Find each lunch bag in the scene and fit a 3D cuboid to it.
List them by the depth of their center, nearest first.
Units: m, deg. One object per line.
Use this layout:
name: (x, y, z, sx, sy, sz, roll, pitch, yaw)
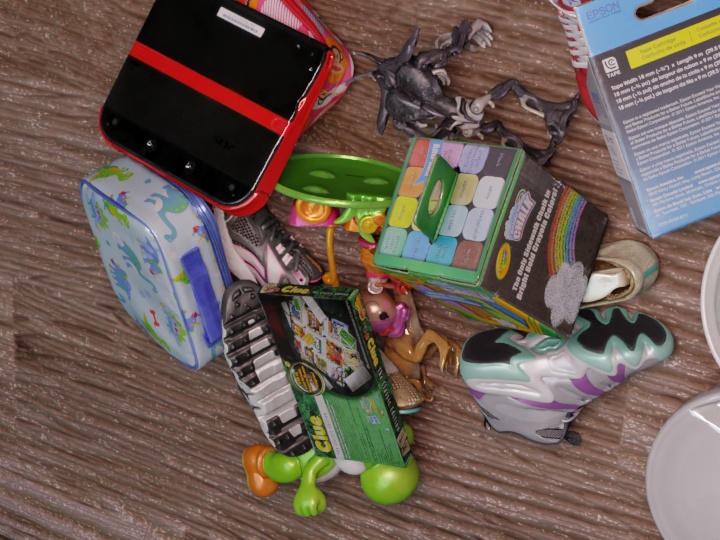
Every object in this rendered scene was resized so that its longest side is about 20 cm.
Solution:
lunch bag: (-0.122, -0.190, 1.459, 0.200, 0.082, 0.176, -45, 70, 16)
lunch bag: (-0.191, -0.008, 1.505, 0.161, 0.082, 0.201, 33, 148, 43)

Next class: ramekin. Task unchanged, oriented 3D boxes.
ramekin: (0.361, 0.181, 1.342, 0.202, 0.094, 0.203, 12, 115, 27)

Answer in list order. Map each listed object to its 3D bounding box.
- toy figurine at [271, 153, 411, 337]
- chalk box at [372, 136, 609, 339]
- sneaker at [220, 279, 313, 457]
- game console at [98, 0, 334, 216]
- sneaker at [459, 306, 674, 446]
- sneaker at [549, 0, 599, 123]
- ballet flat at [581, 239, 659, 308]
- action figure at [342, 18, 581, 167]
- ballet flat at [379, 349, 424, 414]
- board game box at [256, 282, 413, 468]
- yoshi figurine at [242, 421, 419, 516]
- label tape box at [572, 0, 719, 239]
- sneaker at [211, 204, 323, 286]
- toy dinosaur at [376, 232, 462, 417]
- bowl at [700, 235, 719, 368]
toy figurine: (0.000, 0.000, 1.451, 0.199, 0.150, 0.185, 7, 110, 2)
chalk box: (0.101, -0.036, 1.312, 0.124, 0.200, 0.125, 11, 77, 43)
sneaker: (-0.101, 0.087, 1.495, 0.090, 0.066, 0.201, 43, 157, 56)
game console: (-0.138, -0.162, 1.406, 0.200, 0.031, 0.177, 29, 93, 24)
sneaker: (0.203, 0.112, 1.430, 0.199, 0.078, 0.140, -6, 126, 19)
sneaker: (0.193, -0.209, 1.274, 0.071, 0.112, 0.201, 4, 111, 29)
ballet flat: (0.177, 0.011, 1.401, 0.199, 0.062, 0.068, -15, 104, 34)
action figure: (0.089, -0.157, 1.366, 0.199, 0.102, 0.119, 24, 123, 2)
ballet flat: (-0.010, 0.105, 1.517, 0.200, 0.070, 0.066, -1, 89, 52)
board game box: (-0.022, 0.099, 1.424, 0.104, 0.023, 0.201, 3, 127, 29)
yoshi figurine: (-0.018, 0.203, 1.558, 0.199, 0.112, 0.113, -12, 64, 42)
label tape box: (0.268, -0.147, 1.249, 0.144, 0.063, 0.201, -20, 100, 2)
sneaker: (-0.079, -0.007, 1.541, 0.086, 0.080, 0.201, -11, 109, 27)
toy dinosaur: (0.048, 0.067, 1.500, 0.106, 0.060, 0.201, 12, 114, 27)
bowl: (0.374, 0.031, 1.254, 0.200, 0.090, 0.202, 0, 83, 2)
